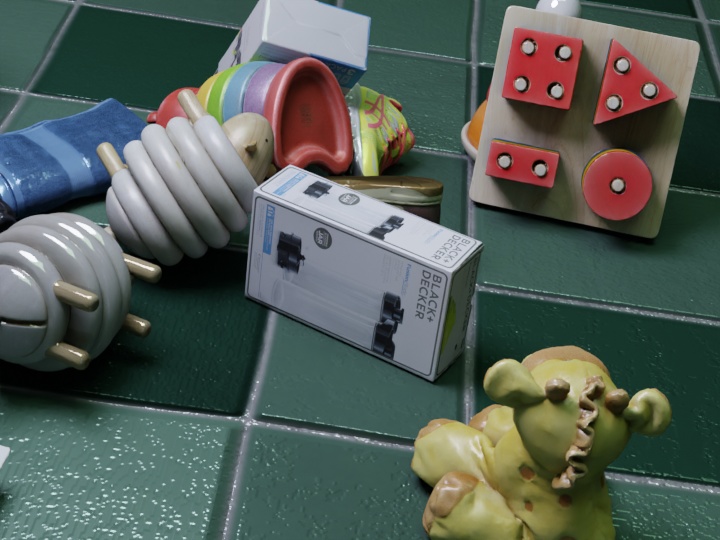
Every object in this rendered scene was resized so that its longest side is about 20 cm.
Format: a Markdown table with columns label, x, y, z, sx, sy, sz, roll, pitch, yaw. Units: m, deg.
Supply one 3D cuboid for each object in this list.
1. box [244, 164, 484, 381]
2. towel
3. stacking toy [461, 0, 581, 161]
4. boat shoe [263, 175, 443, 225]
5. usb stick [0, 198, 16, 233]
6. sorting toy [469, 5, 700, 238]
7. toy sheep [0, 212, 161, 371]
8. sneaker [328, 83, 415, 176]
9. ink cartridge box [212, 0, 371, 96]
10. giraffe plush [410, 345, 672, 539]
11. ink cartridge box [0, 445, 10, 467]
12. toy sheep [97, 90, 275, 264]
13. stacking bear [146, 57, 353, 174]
| label | x | y | z | sx | sy | sz | roll | pitch | yaw |
| --- | --- | --- | --- | --- | --- | --- | --- | --- | --- |
| box | 0.000 | 0.000 | 1.265 | 0.199 | 0.117 | 0.060 | 24 | 35 | 21 |
| towel | -0.292 | -0.110 | 1.427 | 0.199 | 0.049 | 0.111 | -21 | 44 | -38 |
| stacking toy | 0.195 | -0.203 | 1.537 | 0.145 | 0.201 | 0.146 | 9 | 29 | -5 |
| boat shoe | -0.017 | -0.057 | 1.392 | 0.198 | 0.065 | 0.073 | 3 | 9 | 27 |
| usb stick | -0.387 | -0.078 | 1.355 | 0.200 | 0.056 | 0.033 | 36 | -1 | 35 |
| sorting toy | 0.222 | -0.147 | 1.452 | 0.197 | 0.202 | 0.070 | 12 | 9 | 6 |
| toy sheep | -0.247 | 0.019 | 1.167 | 0.137 | 0.139 | 0.200 | 21 | 17 | 19 |
| sneaker | 0.016 | -0.136 | 1.517 | 0.090 | 0.079 | 0.201 | 13 | 35 | -11 |
| ink cartridge box | -0.081 | -0.203 | 1.522 | 0.114 | 0.200 | 0.068 | 13 | 64 | -19 |
| giraffe plush | 0.137 | 0.127 | 1.057 | 0.171 | 0.163 | 0.200 | -7 | 35 | -23 |
| ink cartridge box | -0.366 | 0.163 | 1.004 | 0.198 | 0.057 | 0.163 | 18 | 33 | -2 |
| toy sheep | -0.163 | -0.074 | 1.311 | 0.199 | 0.138 | 0.138 | -35 | 40 | 2 |
| stacking bear | -0.122 | -0.147 | 1.444 | 0.199 | 0.115 | 0.121 | 0 | 5 | 38 |
